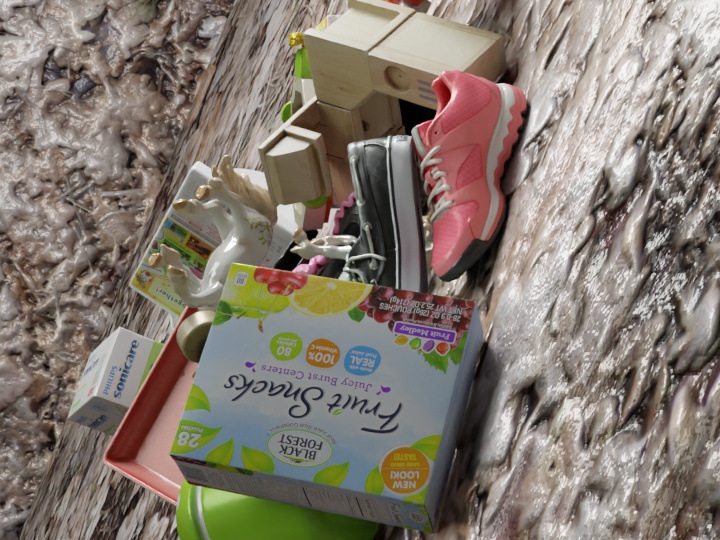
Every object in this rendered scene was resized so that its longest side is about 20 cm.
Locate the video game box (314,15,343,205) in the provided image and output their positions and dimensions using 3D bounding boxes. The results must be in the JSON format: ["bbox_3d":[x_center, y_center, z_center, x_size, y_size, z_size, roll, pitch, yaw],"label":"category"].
[{"bbox_3d":[-0.027,-0.167,1.809,0.182,0.047,0.201,-178,86,-79],"label":"video game box"}]

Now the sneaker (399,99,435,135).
[{"bbox_3d":[0.037,-0.179,1.723,0.200,0.069,0.100,156,133,-70],"label":"sneaker"}]

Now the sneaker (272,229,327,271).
[{"bbox_3d":[-0.066,0.065,1.730,0.060,0.104,0.200,19,122,45],"label":"sneaker"}]

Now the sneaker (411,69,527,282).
[{"bbox_3d":[0.075,-0.082,1.392,0.074,0.087,0.201,-41,30,55],"label":"sneaker"}]

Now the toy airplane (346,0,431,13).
[{"bbox_3d":[0.058,-0.325,1.620,0.200,0.141,0.199,-21,29,49],"label":"toy airplane"}]

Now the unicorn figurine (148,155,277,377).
[{"bbox_3d":[-0.137,0.004,1.591,0.200,0.137,0.074,-56,38,-2],"label":"unicorn figurine"}]

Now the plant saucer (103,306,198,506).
[{"bbox_3d":[-0.132,0.147,1.657,0.200,0.200,0.037,-61,-30,-8],"label":"plant saucer"}]

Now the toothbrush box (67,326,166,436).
[{"bbox_3d":[-0.203,0.148,1.826,0.146,0.200,0.086,-33,36,64],"label":"toothbrush box"}]

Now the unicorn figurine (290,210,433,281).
[{"bbox_3d":[-0.005,0.008,1.482,0.074,0.137,0.201,25,-96,-67],"label":"unicorn figurine"}]

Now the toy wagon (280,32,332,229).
[{"bbox_3d":[-0.055,-0.145,1.726,0.155,0.039,0.201,-137,48,-77],"label":"toy wagon"}]

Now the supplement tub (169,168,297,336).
[{"bbox_3d":[-0.142,0.001,1.902,0.145,0.144,0.200,-90,13,-57],"label":"supplement tub"}]

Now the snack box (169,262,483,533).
[{"bbox_3d":[-0.022,0.094,1.257,0.068,0.199,0.169,70,-146,-59],"label":"snack box"}]

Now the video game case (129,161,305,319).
[{"bbox_3d":[-0.132,0.004,1.801,0.182,0.200,0.023,-57,0,34],"label":"video game case"}]

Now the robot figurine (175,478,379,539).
[{"bbox_3d":[-0.065,0.188,1.343,0.200,0.116,0.176,-23,70,32],"label":"robot figurine"}]

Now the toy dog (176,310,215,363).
[{"bbox_3d":[-0.069,0.082,1.551,0.132,0.199,0.097,-96,3,-46],"label":"toy dog"}]

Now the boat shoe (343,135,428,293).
[{"bbox_3d":[0.019,-0.013,1.399,0.074,0.068,0.200,-4,-91,-82],"label":"boat shoe"}]

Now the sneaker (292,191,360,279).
[{"bbox_3d":[0.000,0.000,1.616,0.200,0.079,0.096,-53,46,33],"label":"sneaker"}]

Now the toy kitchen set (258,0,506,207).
[{"bbox_3d":[0.024,-0.118,1.563,0.163,0.180,0.200,-45,-40,-33],"label":"toy kitchen set"}]
